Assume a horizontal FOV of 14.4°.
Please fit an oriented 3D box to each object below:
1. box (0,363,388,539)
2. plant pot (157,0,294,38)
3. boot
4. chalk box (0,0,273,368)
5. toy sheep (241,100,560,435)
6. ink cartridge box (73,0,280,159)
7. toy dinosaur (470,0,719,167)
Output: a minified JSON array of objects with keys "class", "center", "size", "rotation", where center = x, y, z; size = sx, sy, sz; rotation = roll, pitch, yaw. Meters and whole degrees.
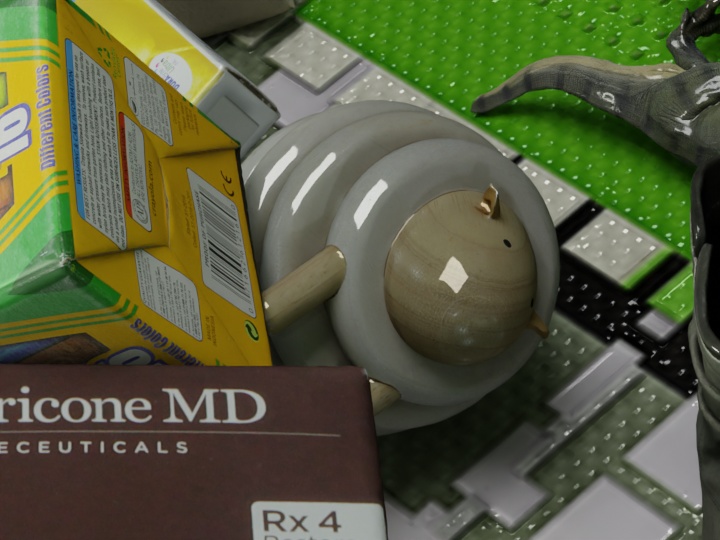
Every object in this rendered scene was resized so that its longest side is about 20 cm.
[{"class":"box","center":[-0.076,0.155,0.889],"size":[0.166,0.164,0.200],"rotation":[0,46,-7]},{"class":"plant pot","center":[-0.165,-0.201,1.283],"size":[0.177,0.200,0.200],"rotation":[-26,43,11]},{"class":"boot","center":[0.132,0.063,0.952],"size":[0.068,0.131,0.200],"rotation":[-10,45,12]},{"class":"chalk box","center":[-0.148,0.015,0.980],"size":[0.200,0.124,0.125],"rotation":[-26,52,20]},{"class":"toy sheep","center":[0.000,0.000,1.067],"size":[0.138,0.138,0.200],"rotation":[-40,26,-18]},{"class":"ink cartridge box","center":[-0.145,-0.031,1.140],"size":[0.200,0.047,0.198],"rotation":[-47,36,0]},{"class":"toy dinosaur","center":[0.140,-0.074,1.145],"size":[0.200,0.047,0.088],"rotation":[23,66,39]}]
